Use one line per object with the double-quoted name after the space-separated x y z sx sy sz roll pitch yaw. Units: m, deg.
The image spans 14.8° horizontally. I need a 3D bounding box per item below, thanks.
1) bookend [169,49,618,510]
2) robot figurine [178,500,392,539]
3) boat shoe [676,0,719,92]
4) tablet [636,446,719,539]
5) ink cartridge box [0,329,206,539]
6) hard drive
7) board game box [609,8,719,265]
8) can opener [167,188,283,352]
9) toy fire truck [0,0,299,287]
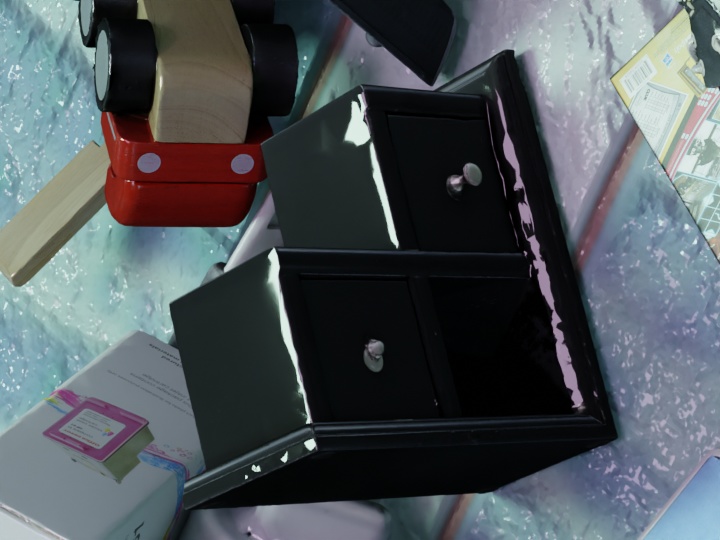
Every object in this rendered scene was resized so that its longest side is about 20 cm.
0.000 0.000 1.280 0.092 0.199 0.200 -27 70 41 "bookend"
-0.051 0.185 1.379 0.170 0.113 0.200 -95 28 -68 "robot figurine"
0.171 -0.088 1.160 0.200 0.076 0.060 45 111 35 "boat shoe"
0.145 0.192 1.264 0.130 0.014 0.200 53 121 31 "tablet"
-0.143 0.137 1.368 0.085 0.200 0.145 28 118 13 "ink cartridge box"
-0.038 -0.181 1.374 0.042 0.135 0.200 -47 55 5 "hard drive"
0.212 -0.092 1.198 0.200 0.035 0.136 -44 60 33 "board game box"
-0.052 0.027 1.428 0.067 0.053 0.200 49 121 34 "can opener"
-0.119 -0.067 1.441 0.176 0.128 0.200 -111 26 -53 "toy fire truck"
